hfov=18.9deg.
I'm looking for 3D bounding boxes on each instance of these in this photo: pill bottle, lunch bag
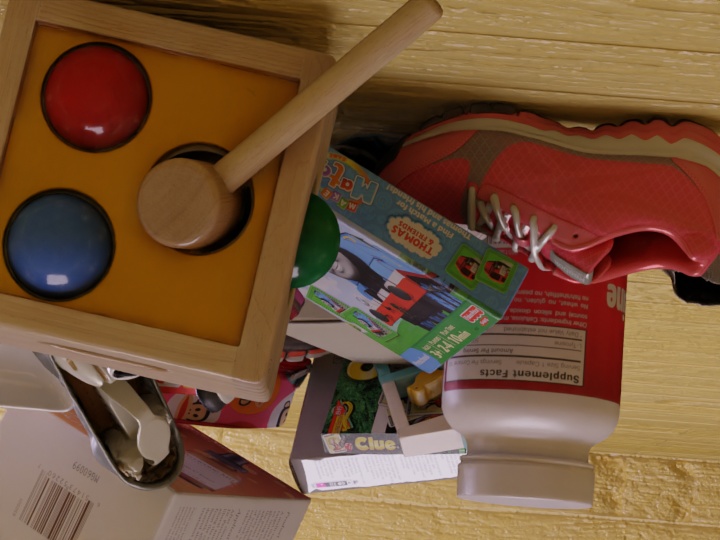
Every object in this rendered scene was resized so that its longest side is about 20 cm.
[{"bbox_3d":[0.108,0.043,1.336,0.111,0.202,0.112,4,172,1],"label":"pill bottle"},{"bbox_3d":[-0.128,0.050,1.649,0.175,0.082,0.200,11,-161,-32],"label":"lunch bag"}]

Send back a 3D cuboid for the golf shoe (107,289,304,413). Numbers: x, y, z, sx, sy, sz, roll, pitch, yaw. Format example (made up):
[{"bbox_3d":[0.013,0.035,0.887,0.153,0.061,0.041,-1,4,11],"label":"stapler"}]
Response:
[{"bbox_3d":[-0.132,0.011,1.213,0.199,0.092,0.073,22,161,32],"label":"golf shoe"}]

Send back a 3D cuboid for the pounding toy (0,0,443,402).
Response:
[{"bbox_3d":[-0.079,-0.045,1.011,0.199,0.185,0.142,12,172,2],"label":"pounding toy"}]

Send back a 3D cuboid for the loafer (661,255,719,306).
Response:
[{"bbox_3d":[0.223,-0.009,1.378,0.075,0.068,0.200,3,171,7],"label":"loafer"}]

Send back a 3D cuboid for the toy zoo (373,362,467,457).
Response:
[{"bbox_3d":[0.076,0.064,1.520,0.130,0.200,0.021,-16,127,-3],"label":"toy zoo"}]

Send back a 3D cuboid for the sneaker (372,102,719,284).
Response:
[{"bbox_3d":[0.102,-0.035,1.162,0.199,0.087,0.074,1,148,6],"label":"sneaker"}]

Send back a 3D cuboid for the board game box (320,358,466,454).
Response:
[{"bbox_3d":[0.042,0.059,1.575,0.104,0.201,0.024,-4,127,17],"label":"board game box"}]

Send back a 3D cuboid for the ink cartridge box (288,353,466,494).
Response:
[{"bbox_3d":[0.059,0.078,1.601,0.199,0.197,0.043,-6,127,16],"label":"ink cartridge box"}]

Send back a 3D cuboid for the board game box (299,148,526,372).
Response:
[{"bbox_3d":[-0.021,-0.023,1.176,0.199,0.037,0.151,32,162,-3],"label":"board game box"}]

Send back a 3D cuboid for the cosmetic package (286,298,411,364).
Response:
[{"bbox_3d":[0.000,0.000,1.433,0.073,0.104,0.200,0,172,18],"label":"cosmetic package"}]

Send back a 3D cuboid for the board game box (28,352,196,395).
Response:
[{"bbox_3d":[-0.180,0.009,1.443,0.198,0.152,0.047,3,133,8],"label":"board game box"}]

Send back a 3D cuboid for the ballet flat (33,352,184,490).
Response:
[{"bbox_3d":[-0.155,0.060,1.333,0.064,0.067,0.201,35,156,42],"label":"ballet flat"}]

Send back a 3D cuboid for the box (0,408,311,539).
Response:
[{"bbox_3d":[-0.156,0.170,1.518,0.152,0.107,0.200,28,-174,26],"label":"box"}]

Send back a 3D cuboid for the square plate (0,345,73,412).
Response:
[{"bbox_3d":[-0.265,-0.011,1.328,0.199,0.199,0.028,6,-154,-9],"label":"square plate"}]

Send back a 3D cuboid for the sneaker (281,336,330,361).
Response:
[{"bbox_3d":[-0.092,0.004,1.549,0.199,0.082,0.077,15,-152,-19],"label":"sneaker"}]

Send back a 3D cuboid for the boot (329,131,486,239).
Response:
[{"bbox_3d":[-0.023,-0.051,1.279,0.198,0.074,0.096,-2,159,12],"label":"boot"}]
